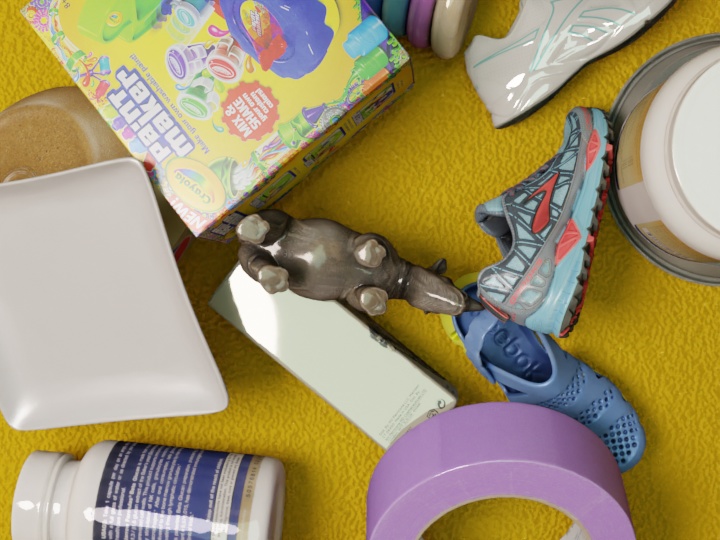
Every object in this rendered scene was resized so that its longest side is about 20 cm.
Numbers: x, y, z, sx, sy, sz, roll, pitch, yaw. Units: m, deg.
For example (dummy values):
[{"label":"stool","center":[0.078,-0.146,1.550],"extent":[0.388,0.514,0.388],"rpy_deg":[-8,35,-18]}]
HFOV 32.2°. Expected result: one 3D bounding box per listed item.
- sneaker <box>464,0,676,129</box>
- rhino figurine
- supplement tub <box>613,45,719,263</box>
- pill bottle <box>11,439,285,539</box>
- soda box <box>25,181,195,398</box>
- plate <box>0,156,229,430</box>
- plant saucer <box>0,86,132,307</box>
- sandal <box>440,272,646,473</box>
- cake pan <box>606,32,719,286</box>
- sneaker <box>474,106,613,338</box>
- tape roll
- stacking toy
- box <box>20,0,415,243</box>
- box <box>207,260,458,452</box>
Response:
[{"label":"sneaker","center":[0.170,-0.196,0.972],"extent":[0.199,0.070,0.081],"rpy_deg":[-34,85,4]},{"label":"rhino figurine","center":[0.000,0.000,0.913],"extent":[0.198,0.087,0.061],"rpy_deg":[14,94,-11]},{"label":"supplement tub","center":[0.257,-0.077,0.863],"extent":[0.142,0.200,0.147],"rpy_deg":[0,91,3]},{"label":"pill bottle","center":[-0.163,0.191,0.974],"extent":[0.197,0.111,0.113],"rpy_deg":[6,91,3]},{"label":"soda box","center":[-0.194,0.001,0.996],"extent":[0.064,0.068,0.201],"rpy_deg":[35,93,2]},{"label":"plate","center":[-0.205,0.019,0.905],"extent":[0.197,0.032,0.202],"rpy_deg":[-8,114,22]},{"label":"plant saucer","center":[-0.258,-0.056,0.975],"extent":[0.198,0.035,0.203],"rpy_deg":[-8,72,24]},{"label":"sandal","center":[0.140,0.085,0.967],"extent":[0.200,0.087,0.080],"rpy_deg":[41,91,1]},{"label":"cake pan","center":[0.289,-0.088,0.980],"extent":[0.197,0.037,0.203],"rpy_deg":[0,91,4]},{"label":"sneaker","center":[0.136,-0.051,0.940],"extent":[0.094,0.080,0.202],"rpy_deg":[13,57,9]},{"label":"tape roll","center":[0.102,0.196,0.931],"extent":[0.197,0.066,0.202],"rpy_deg":[0,124,0]},{"label":"stacking toy","center":[-0.007,-0.233,0.984],"extent":[0.198,0.085,0.086],"rpy_deg":[18,91,10]},{"label":"box","center":[-0.095,-0.158,0.898],"extent":[0.192,0.122,0.201],"rpy_deg":[-40,87,3]},{"label":"box","center":[-0.019,0.061,0.980],"extent":[0.199,0.082,0.069],"rpy_deg":[39,93,1]}]
